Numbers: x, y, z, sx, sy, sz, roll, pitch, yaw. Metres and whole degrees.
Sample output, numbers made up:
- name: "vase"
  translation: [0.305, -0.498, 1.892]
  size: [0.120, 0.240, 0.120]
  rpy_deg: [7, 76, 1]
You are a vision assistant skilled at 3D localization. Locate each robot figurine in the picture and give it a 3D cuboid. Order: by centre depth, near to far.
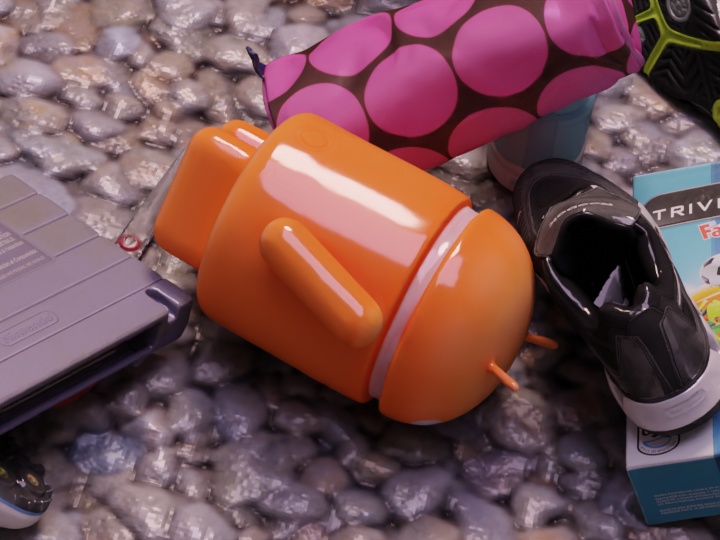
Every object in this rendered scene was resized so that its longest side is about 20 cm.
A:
- name: "robot figurine"
  translation: [-0.001, 0.001, 1.234]
  size: [0.199, 0.144, 0.117]
  rpy_deg: [28, 67, 10]

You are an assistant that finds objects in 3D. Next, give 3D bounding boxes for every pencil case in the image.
- name: "pencil case"
  translation: [0.046, -0.109, 1.311]
  size: [0.199, 0.091, 0.094]
  rpy_deg: [-20, 33, 15]

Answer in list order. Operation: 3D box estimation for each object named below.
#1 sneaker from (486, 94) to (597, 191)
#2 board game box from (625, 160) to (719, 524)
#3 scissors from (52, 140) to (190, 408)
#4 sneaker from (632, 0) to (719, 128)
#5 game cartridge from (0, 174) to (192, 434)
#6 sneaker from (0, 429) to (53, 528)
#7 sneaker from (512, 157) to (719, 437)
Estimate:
- name: "sneaker"
  translation: [0.106, -0.137, 1.406]
  size: [0.073, 0.082, 0.201]
  rpy_deg: [5, 47, -7]
- name: "board game box"
  translation: [0.210, 0.024, 1.259]
  size: [0.150, 0.047, 0.201]
  rpy_deg: [-10, 44, 17]
- name: "scissors"
  translation: [-0.118, 0.000, 1.292]
  size: [0.073, 0.014, 0.200]
  rpy_deg: [31, 49, 20]
- name: "sneaker"
  translation: [0.216, -0.124, 1.430]
  size: [0.076, 0.076, 0.200]
  rpy_deg: [-20, 64, -35]
- name: "game cartridge"
  translation: [-0.185, 0.021, 1.192]
  size: [0.129, 0.039, 0.200]
  rpy_deg: [29, 31, 21]
- name: "sneaker"
  translation: [-0.239, 0.079, 1.170]
  size: [0.199, 0.073, 0.072]
  rpy_deg: [22, 18, -5]
- name: "sneaker"
  translation: [0.116, -0.011, 1.239]
  size: [0.066, 0.091, 0.200]
  rpy_deg: [-29, 39, 3]
